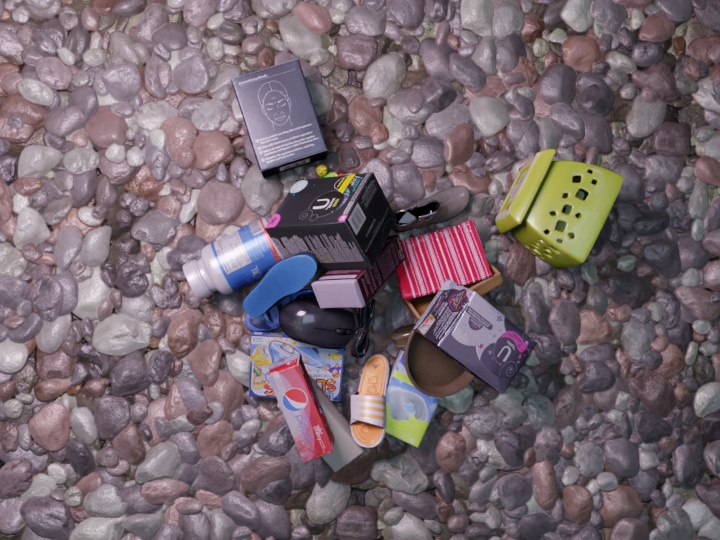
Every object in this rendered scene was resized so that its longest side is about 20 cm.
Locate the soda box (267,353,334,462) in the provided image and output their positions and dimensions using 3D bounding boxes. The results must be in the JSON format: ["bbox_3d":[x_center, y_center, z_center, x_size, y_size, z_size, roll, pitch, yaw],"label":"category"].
[{"bbox_3d":[-0.117,0.272,1.303,0.069,0.063,0.202,-20,104,1],"label":"soda box"}]

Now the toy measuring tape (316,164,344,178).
[{"bbox_3d":[-0.034,-0.144,1.416,0.073,0.074,0.201,-34,92,-5],"label":"toy measuring tape"}]

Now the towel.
[{"bbox_3d":[0.168,-0.024,1.413,0.198,0.023,0.146,-15,63,3],"label":"towel"}]

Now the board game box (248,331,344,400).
[{"bbox_3d":[-0.137,0.205,1.408,0.198,0.034,0.137,3,101,-5],"label":"board game box"}]

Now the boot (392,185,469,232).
[{"bbox_3d":[0.156,-0.130,1.403,0.198,0.131,0.068,-23,92,-5],"label":"boot"}]

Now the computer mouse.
[{"bbox_3d":[-0.068,0.110,1.346,0.198,0.053,0.140,8,101,-12],"label":"computer mouse"}]

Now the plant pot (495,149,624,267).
[{"bbox_3d":[0.407,-0.136,1.399,0.180,0.199,0.201,28,87,1],"label":"plant pot"}]

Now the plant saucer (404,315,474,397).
[{"bbox_3d":[0.176,0.167,1.381,0.198,0.029,0.202,-6,104,-23],"label":"plant saucer"}]

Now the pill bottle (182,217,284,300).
[{"bbox_3d":[-0.262,-0.019,1.373,0.199,0.112,0.113,-27,92,-4],"label":"pill bottle"}]

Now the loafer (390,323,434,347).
[{"bbox_3d":[0.162,0.153,1.424,0.198,0.076,0.068,-2,97,-11],"label":"loafer"}]

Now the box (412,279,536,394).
[{"bbox_3d":[0.231,0.132,1.317,0.200,0.115,0.133,38,86,-26],"label":"box"}]

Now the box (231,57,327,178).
[{"bbox_3d":[-0.169,-0.317,1.386,0.147,0.107,0.202,-17,92,-5],"label":"box"}]

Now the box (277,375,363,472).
[{"bbox_3d":[-0.083,0.319,1.385,0.082,0.068,0.201,-35,105,5],"label":"box"}]

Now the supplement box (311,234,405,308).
[{"bbox_3d":[0.000,0.000,1.343,0.108,0.200,0.061,-3,119,35],"label":"supplement box"}]

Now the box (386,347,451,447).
[{"bbox_3d":[0.113,0.267,1.437,0.121,0.048,0.201,25,88,-2],"label":"box"}]

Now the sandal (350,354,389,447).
[{"bbox_3d":[0.015,0.264,1.381,0.078,0.059,0.208,-5,57,19],"label":"sandal"}]

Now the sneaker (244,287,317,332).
[{"bbox_3d":[-0.154,0.079,1.397,0.198,0.082,0.075,-19,92,-3],"label":"sneaker"}]

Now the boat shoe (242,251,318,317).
[{"bbox_3d":[-0.163,0.016,1.326,0.199,0.069,0.084,-30,103,25],"label":"boat shoe"}]

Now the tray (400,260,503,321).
[{"bbox_3d":[0.196,0.041,1.422,0.199,0.099,0.037,-29,128,-4],"label":"tray"}]

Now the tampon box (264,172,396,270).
[{"bbox_3d":[-0.058,-0.096,1.314,0.127,0.198,0.151,60,43,-36],"label":"tampon box"}]
